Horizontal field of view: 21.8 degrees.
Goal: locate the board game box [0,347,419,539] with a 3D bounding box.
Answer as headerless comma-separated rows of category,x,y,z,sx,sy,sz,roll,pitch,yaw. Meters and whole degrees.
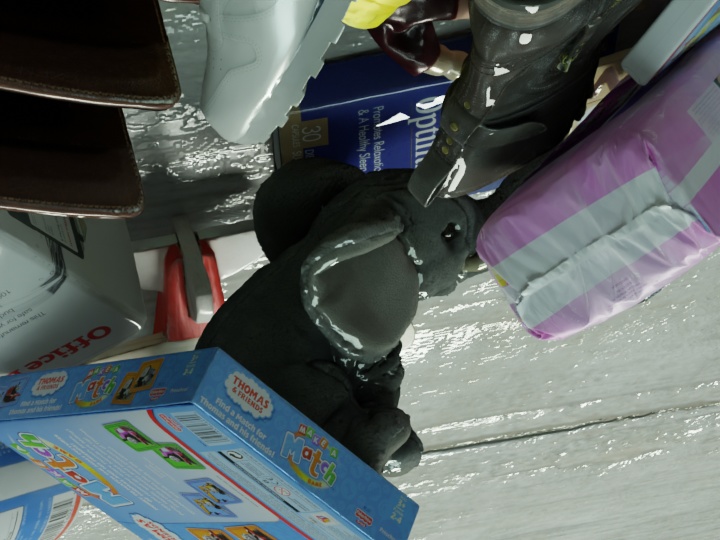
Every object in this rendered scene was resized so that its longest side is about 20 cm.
board game box,-0.089,0.101,0.979,0.200,0.037,0.151,-10,138,47

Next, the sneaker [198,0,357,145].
sneaker,-0.035,-0.136,0.729,0.080,0.076,0.200,15,130,-13

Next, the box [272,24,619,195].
box,0.050,-0.084,1.049,0.200,0.032,0.121,-14,150,-7

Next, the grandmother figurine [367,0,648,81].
grandmother figurine,0.042,-0.146,0.922,0.200,0.061,0.121,-7,121,-11

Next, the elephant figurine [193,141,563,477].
elephant figurine,0.000,0.000,0.999,0.155,0.141,0.200,-3,117,-62

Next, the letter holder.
letter holder,-0.165,-0.111,0.786,0.200,0.142,0.101,10,141,-37

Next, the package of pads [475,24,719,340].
package of pads,0.149,-0.054,0.921,0.120,0.076,0.200,-31,-171,40

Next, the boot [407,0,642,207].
boot,0.106,-0.125,0.878,0.200,0.069,0.174,-32,159,-19

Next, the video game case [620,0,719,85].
video game case,0.211,-0.174,0.883,0.200,0.017,0.143,-38,170,-43

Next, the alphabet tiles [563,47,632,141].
alphabet tiles,0.209,-0.114,1.070,0.200,0.008,0.167,-19,151,-14

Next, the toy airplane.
toy airplane,-0.092,0.063,1.111,0.200,0.141,0.199,-34,145,27

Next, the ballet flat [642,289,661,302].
ballet flat,0.194,-0.060,1.090,0.074,0.074,0.200,3,142,-31

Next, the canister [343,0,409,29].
canister,0.017,-0.207,0.768,0.148,0.087,0.200,20,133,-37

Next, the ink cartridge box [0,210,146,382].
ink cartridge box,-0.231,-0.006,0.984,0.145,0.084,0.200,-27,148,17

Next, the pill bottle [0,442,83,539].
pill bottle,-0.265,0.132,1.108,0.112,0.112,0.200,-35,167,29
